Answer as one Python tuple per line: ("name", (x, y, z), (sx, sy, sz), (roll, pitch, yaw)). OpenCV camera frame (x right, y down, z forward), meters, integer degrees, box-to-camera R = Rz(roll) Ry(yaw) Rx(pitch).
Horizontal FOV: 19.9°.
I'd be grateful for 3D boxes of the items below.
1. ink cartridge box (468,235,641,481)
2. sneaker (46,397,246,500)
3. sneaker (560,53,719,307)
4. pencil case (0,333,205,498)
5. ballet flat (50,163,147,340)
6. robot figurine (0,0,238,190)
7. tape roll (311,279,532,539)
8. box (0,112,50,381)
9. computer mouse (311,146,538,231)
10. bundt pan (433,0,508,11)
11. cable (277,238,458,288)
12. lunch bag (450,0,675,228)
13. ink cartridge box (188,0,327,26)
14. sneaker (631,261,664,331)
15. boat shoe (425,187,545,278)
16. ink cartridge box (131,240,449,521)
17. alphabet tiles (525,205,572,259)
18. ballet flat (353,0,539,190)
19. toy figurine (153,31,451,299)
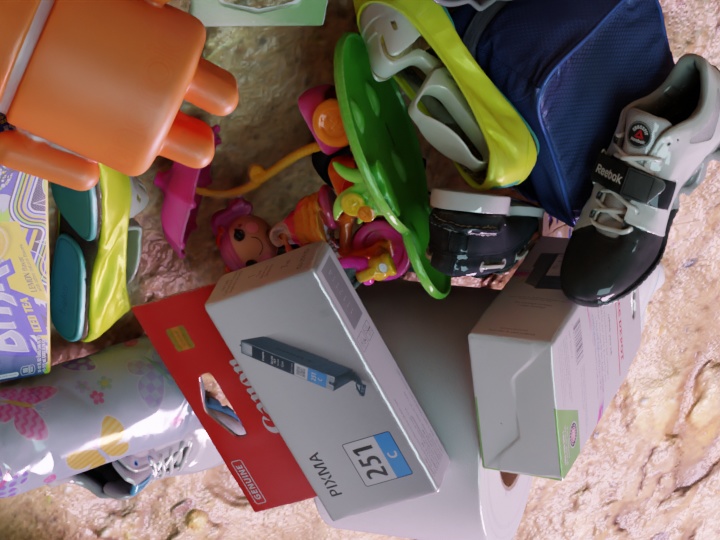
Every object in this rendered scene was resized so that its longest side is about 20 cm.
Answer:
("ink cartridge box", (0.149, 0.052, 1.530), (0.067, 0.200, 0.118), (5, 119, 24))
("sneaker", (-0.175, 0.149, 1.626), (0.199, 0.087, 0.075), (1, 125, -30))
("sneaker", (0.195, -0.070, 1.458), (0.201, 0.074, 0.089), (-56, 142, -16))
("pencil case", (-0.215, 0.105, 1.540), (0.199, 0.091, 0.083), (-19, 142, -29))
("ballet flat", (-0.186, -0.034, 1.476), (0.067, 0.067, 0.201), (-23, 141, -31))
("robot figurine", (-0.178, -0.137, 1.336), (0.199, 0.117, 0.144), (23, 141, -10))
("tape roll", (0.056, 0.110, 1.603), (0.138, 0.203, 0.204), (5, 137, 18))
("box", (-0.260, -0.014, 1.457), (0.070, 0.064, 0.201), (-10, 132, -19))
("computer mouse", (0.052, -0.066, 1.577), (0.199, 0.034, 0.059), (20, 116, -24))
("bundt pan", (0.083, -0.282, 1.385), (0.201, 0.076, 0.203), (-22, 133, -26))
("cable", (0.000, 0.000, 1.571), (0.198, 0.097, 0.051), (-9, 119, -14))
("lunch bag", (0.147, -0.134, 1.522), (0.136, 0.132, 0.201), (-41, 139, -17))
("ink cartridge box", (-0.060, -0.262, 1.354), (0.103, 0.059, 0.201), (-4, 129, -24))
("sneaker", (0.200, 0.065, 1.763), (0.080, 0.071, 0.201), (-8, 139, -46))
("boat shoe", (0.084, -0.025, 1.463), (0.200, 0.075, 0.061), (2, 97, -71))
("ink cartridge box", (-0.056, 0.093, 1.480), (0.175, 0.045, 0.201), (-18, 114, 27))
("alphabet tiles", (0.154, 0.032, 1.640), (0.166, 0.006, 0.202), (-25, 118, -68))
("ballet flat", (0.046, -0.137, 1.427), (0.067, 0.200, 0.067), (-34, 175, -36))
("toy figurine", (-0.053, -0.047, 1.478), (0.183, 0.150, 0.201), (-18, 104, 18))
